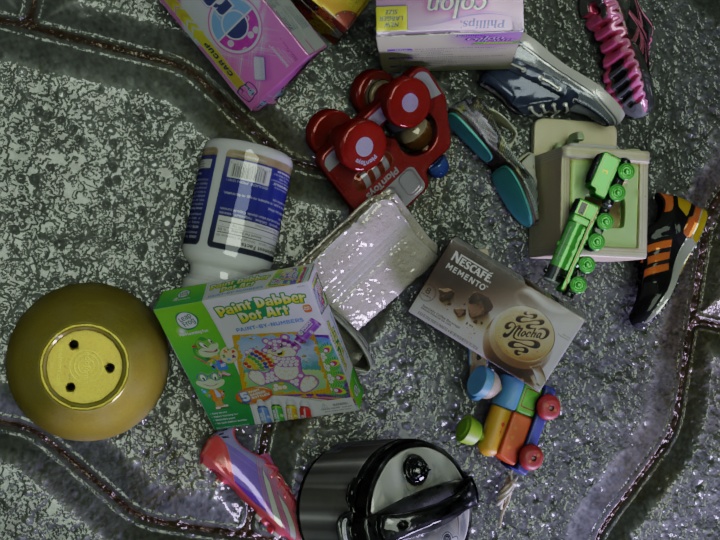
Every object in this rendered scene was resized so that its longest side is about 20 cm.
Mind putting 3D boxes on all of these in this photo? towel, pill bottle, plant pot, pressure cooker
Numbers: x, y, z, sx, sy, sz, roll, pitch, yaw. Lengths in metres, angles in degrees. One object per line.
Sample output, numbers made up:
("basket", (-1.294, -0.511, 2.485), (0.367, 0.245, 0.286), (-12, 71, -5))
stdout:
("towel", (0.000, 0.000, 1.300), (0.200, 0.034, 0.133), (-43, 121, -3))
("pill bottle", (-0.159, -0.056, 1.256), (0.116, 0.116, 0.200), (13, 85, -12))
("plant pot", (-0.327, 0.113, 1.195), (0.200, 0.142, 0.200), (0, 88, -13))
("pressure cooker", (0.036, 0.293, 1.223), (0.179, 0.200, 0.176), (41, 58, -22))

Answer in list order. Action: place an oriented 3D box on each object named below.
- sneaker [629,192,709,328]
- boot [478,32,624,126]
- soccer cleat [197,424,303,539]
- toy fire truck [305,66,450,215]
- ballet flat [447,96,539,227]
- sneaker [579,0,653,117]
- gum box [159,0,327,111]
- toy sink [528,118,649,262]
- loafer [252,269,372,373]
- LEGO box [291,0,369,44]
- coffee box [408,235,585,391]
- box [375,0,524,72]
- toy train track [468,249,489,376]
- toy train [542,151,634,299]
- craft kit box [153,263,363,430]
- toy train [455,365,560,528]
("sneaker", (0.413, -0.017, 1.421), (0.090, 0.070, 0.200), (29, 81, 5))
("boot", (0.264, -0.240, 1.394), (0.200, 0.073, 0.090), (35, 87, -1))
("soccer cleat", (-0.119, 0.280, 1.280), (0.200, 0.067, 0.076), (43, 74, -6))
("toy fire truck", (0.038, -0.164, 1.323), (0.200, 0.112, 0.168), (-43, 121, -11))
("ballet flat", (0.200, -0.156, 1.369), (0.072, 0.072, 0.200), (-38, 97, -12))
("sneaker", (0.388, -0.319, 1.424), (0.095, 0.079, 0.200), (-19, 93, -25))
("gum box", (-0.147, -0.312, 1.265), (0.113, 0.066, 0.200), (-36, 98, 30))
("toy sink", (0.313, -0.115, 1.371), (0.130, 0.112, 0.200), (3, 87, -13))
("loafer", (-0.058, 0.065, 1.242), (0.200, 0.070, 0.070), (35, 92, -32))
("LEGO box", (-0.028, -0.428, 1.322), (0.149, 0.077, 0.200), (37, 80, -9))
("coffee box", (0.177, 0.053, 1.308), (0.200, 0.080, 0.113), (32, 100, 5))
("box", (0.109, -0.321, 1.267), (0.176, 0.200, 0.097), (-1, 89, 4))
("toy train track", (0.165, 0.070, 1.369), (0.115, 0.033, 0.200), (1, 88, -13))
("toy train", (0.293, -0.060, 1.293), (0.056, 0.042, 0.200), (24, 87, -3))
("craft kit box", (-0.119, 0.097, 1.208), (0.200, 0.049, 0.198), (-11, 119, 17))
("toy train", (0.175, 0.232, 1.331), (0.116, 0.085, 0.200), (24, 83, -19))
